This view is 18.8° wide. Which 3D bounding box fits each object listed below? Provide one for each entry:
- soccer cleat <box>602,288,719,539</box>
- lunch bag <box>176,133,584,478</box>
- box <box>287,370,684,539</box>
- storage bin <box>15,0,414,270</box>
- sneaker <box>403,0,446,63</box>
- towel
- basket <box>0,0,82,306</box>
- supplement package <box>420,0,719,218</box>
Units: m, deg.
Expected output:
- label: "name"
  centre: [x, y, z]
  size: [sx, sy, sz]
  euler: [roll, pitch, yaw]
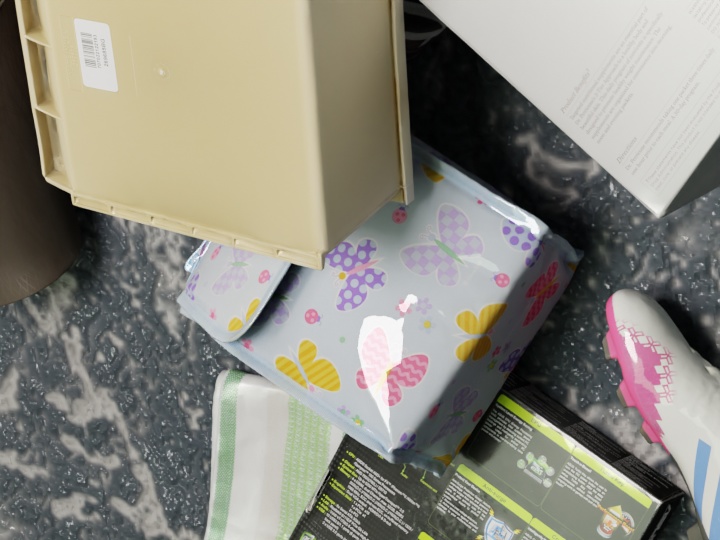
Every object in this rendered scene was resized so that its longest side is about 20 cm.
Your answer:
- label: "soccer cleat"
  centre: [0.211, 0.092, 1.248]
  size: [0.086, 0.070, 0.200]
  euler: [-24, 93, 23]
- label: "lunch bag"
  centre: [0.000, 0.000, 1.290]
  size: [0.200, 0.127, 0.170]
  euler: [36, 93, 24]
- label: "box"
  centre: [0.069, 0.161, 1.353]
  size: [0.200, 0.048, 0.193]
  euler: [34, 107, 21]
- label: "storage bin"
  centre: [-0.083, -0.125, 1.176]
  size: [0.198, 0.094, 0.200]
  euler: [15, 127, 27]
- label: "sneaker"
  centre: [-0.049, -0.159, 1.293]
  size: [0.200, 0.076, 0.116]
  euler: [18, 160, -1]
- label: "towel"
  centre: [-0.018, 0.159, 1.450]
  size: [0.200, 0.031, 0.149]
  euler: [17, 116, 30]
- label: "basket"
  centre: [-0.268, -0.086, 1.455]
  size: [0.136, 0.180, 0.200]
  euler: [-1, 127, 22]
- label: "supplement package"
  centre: [0.164, -0.175, 1.130]
  size: [0.200, 0.147, 0.191]
  euler: [44, 126, 16]
